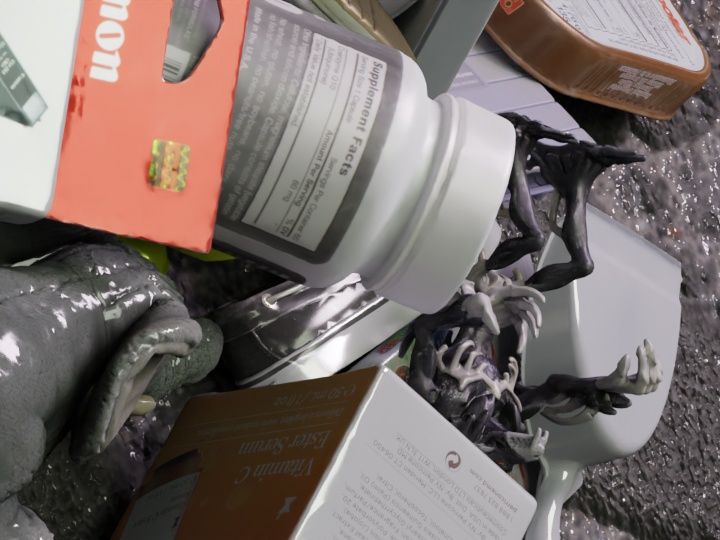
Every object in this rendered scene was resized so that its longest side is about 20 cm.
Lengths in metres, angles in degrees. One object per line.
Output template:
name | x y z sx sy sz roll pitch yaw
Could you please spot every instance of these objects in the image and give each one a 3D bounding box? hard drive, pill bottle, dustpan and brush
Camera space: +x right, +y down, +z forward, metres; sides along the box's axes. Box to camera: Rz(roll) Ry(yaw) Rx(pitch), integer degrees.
hard drive | 0.051 -0.173 1.517 0.027 0.132 0.200 22 35 -11
pill bottle | -0.040 -0.060 1.316 0.200 0.114 0.114 23 57 -13
dustpan and brush | 0.113 0.078 1.545 0.140 0.057 0.200 28 62 -56

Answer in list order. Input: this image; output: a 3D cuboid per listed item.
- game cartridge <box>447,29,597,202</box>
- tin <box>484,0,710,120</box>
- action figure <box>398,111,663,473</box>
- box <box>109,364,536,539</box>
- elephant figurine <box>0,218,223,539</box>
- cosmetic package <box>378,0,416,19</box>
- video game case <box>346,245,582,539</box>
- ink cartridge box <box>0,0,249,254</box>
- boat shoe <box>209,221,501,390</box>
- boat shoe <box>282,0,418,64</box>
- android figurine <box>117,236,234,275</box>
game cartridge | 0.020 -0.080 1.522 0.200 0.038 0.130 -13 50 -47
tin | 0.125 -0.141 1.650 0.200 0.042 0.112 8 49 -55
action figure | 0.079 0.029 1.439 0.119 0.102 0.200 19 80 -44
box | -0.042 0.156 1.295 0.106 0.152 0.200 43 58 -25
elephant figurine | -0.130 0.028 1.263 0.200 0.155 0.142 -36 107 -28
cosmetic package | -0.057 -0.206 1.478 0.200 0.074 0.102 35 46 -22
video game case | 0.043 0.091 1.499 0.200 0.018 0.143 -38 121 -47
ink cartridge box | -0.119 -0.117 1.205 0.173 0.044 0.200 11 83 -22
boat shoe | 0.000 0.000 1.482 0.200 0.071 0.064 -36 99 -48
boat shoe | -0.054 -0.136 1.372 0.201 0.066 0.072 41 14 -31
android figurine | -0.101 -0.076 1.388 0.200 0.041 0.182 20 58 -16
